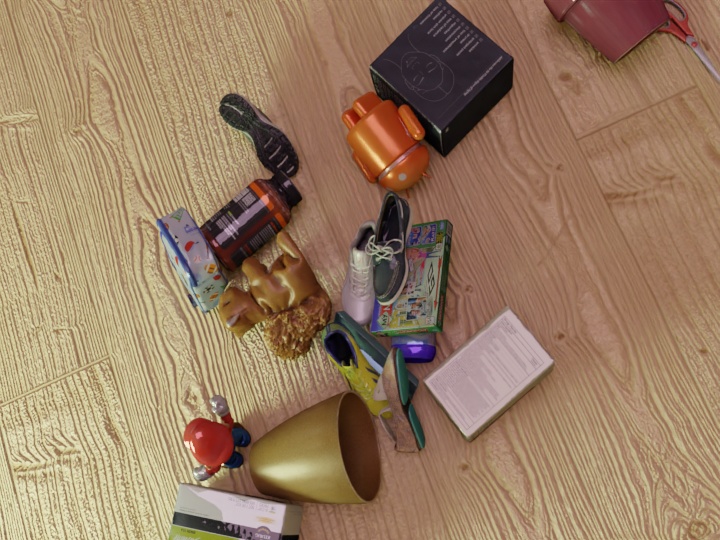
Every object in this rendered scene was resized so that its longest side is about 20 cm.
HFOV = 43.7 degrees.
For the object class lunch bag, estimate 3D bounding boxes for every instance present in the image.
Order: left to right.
[{"bbox_3d":[-0.310,-0.018,1.655,0.075,0.201,0.161,-31,71,-15],"label":"lunch bag"}]

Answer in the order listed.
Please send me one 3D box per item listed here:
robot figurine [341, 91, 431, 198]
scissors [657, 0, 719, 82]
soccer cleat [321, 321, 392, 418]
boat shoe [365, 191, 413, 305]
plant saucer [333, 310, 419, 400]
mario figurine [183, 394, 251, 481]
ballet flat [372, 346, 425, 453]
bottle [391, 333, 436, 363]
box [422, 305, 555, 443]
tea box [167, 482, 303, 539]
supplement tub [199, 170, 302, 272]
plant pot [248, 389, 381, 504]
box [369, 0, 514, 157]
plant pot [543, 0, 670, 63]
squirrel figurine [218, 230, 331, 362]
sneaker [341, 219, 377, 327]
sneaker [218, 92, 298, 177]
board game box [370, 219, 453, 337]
[{"bbox_3d":[0.052,-0.234,1.674,0.143,0.117,0.201,-38,91,5],"label":"robot figurine"},{"bbox_3d":[0.627,-0.439,1.696,0.073,0.014,0.200,-43,71,-5],"label":"scissors"},{"bbox_3d":[-0.006,0.182,1.584,0.064,0.084,0.202,-34,93,7],"label":"soccer cleat"},{"bbox_3d":[0.051,-0.041,1.582,0.073,0.062,0.204,-1,65,34],"label":"boat shoe"},{"bbox_3d":[0.027,0.151,1.615,0.199,0.070,0.019,41,61,14],"label":"plant saucer"},{"bbox_3d":[-0.259,0.291,1.557,0.104,0.200,0.126,-16,72,4],"label":"mario figurine"},{"bbox_3d":[0.058,0.230,1.550,0.066,0.068,0.204,-9,107,17],"label":"ballet flat"},{"bbox_3d":[0.098,0.063,1.626,0.081,0.065,0.205,-1,75,15],"label":"bottle"},{"bbox_3d":[0.221,0.182,1.551,0.199,0.109,0.128,-39,72,-3],"label":"box"},{"bbox_3d":[-0.219,0.483,1.534,0.195,0.134,0.202,8,76,12],"label":"tea box"},{"bbox_3d":[-0.204,-0.098,1.699,0.199,0.107,0.107,-40,72,-6],"label":"supplement tub"},{"bbox_3d":[-0.086,0.322,1.544,0.196,0.186,0.191,-16,72,18],"label":"plant pot"},{"bbox_3d":[0.155,-0.367,1.701,0.200,0.124,0.197,-44,71,-5],"label":"box"},{"bbox_3d":[0.467,-0.494,1.658,0.199,0.200,0.180,-37,88,-2],"label":"plant pot"},{"bbox_3d":[-0.157,0.068,1.626,0.185,0.142,0.202,-35,80,-9],"label":"squirrel figurine"},{"bbox_3d":[0.000,0.000,1.642,0.076,0.099,0.205,4,76,11],"label":"sneaker"},{"bbox_3d":[-0.189,-0.268,1.762,0.074,0.079,0.201,-42,89,14],"label":"sneaker"},{"bbox_3d":[0.091,0.014,1.584,0.132,0.029,0.204,-8,62,31],"label":"board game box"}]
